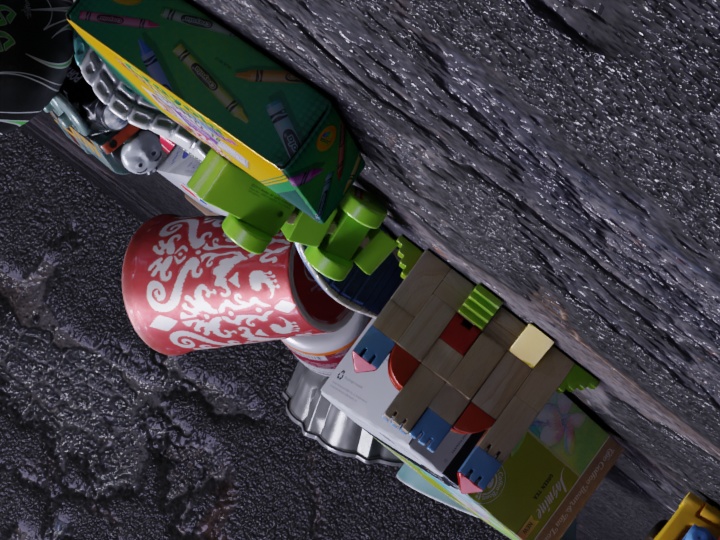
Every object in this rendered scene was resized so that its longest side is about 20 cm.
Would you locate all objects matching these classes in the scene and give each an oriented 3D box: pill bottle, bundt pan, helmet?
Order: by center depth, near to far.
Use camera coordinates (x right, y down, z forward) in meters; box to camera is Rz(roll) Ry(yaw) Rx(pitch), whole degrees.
[{"bbox_3d":[-0.314,-0.190,1.393,0.199,0.202,0.190,34,-154,28],"label":"helmet"},{"bbox_3d":[-0.029,0.046,1.846,0.113,0.113,0.200,36,174,14],"label":"pill bottle"},{"bbox_3d":[0.017,0.127,1.998,0.200,0.076,0.203,11,-151,-6],"label":"bundt pan"}]

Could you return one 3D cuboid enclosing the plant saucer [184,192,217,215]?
[{"bbox_3d":[-0.123,-0.043,2.034,0.199,0.030,0.200,37,180,0],"label":"plant saucer"}]

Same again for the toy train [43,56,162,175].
[{"bbox_3d":[-0.251,-0.154,1.703,0.200,0.085,0.114,33,162,54],"label":"toy train"}]

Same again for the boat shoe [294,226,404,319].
[{"bbox_3d":[0.000,0.000,1.536,0.200,0.072,0.072,42,173,-37],"label":"boat shoe"}]

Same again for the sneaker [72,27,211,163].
[{"bbox_3d":[-0.141,-0.130,1.403,0.200,0.078,0.091,40,178,-6],"label":"sneaker"}]

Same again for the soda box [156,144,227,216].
[{"bbox_3d":[-0.123,-0.091,1.604,0.068,0.064,0.200,37,174,-15],"label":"soda box"}]

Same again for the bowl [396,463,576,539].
[{"bbox_3d":[0.148,0.202,1.889,0.199,0.106,0.201,21,180,0],"label":"bowl"}]

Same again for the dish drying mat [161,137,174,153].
[{"bbox_3d":[-0.141,-0.088,1.942,0.199,0.018,0.077,38,173,-2],"label":"dish drying mat"}]

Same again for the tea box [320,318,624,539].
[{"bbox_3d":[0.102,0.139,1.682,0.196,0.134,0.200,40,173,-25],"label":"tea box"}]

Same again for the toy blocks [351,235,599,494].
[{"bbox_3d":[0.071,0.085,1.454,0.199,0.137,0.100,37,174,3],"label":"toy blocks"}]

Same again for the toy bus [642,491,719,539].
[{"bbox_3d":[0.285,0.302,1.599,0.135,0.201,0.192,34,166,18],"label":"toy bus"}]

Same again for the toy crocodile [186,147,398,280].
[{"bbox_3d":[-0.047,-0.045,1.366,0.199,0.068,0.062,20,-158,-37],"label":"toy crocodile"}]

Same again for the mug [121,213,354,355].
[{"bbox_3d":[-0.101,-0.011,1.682,0.198,0.179,0.133,-4,146,39],"label":"mug"}]

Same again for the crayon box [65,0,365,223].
[{"bbox_3d":[-0.097,-0.124,1.244,0.199,0.058,0.119,36,174,19],"label":"crayon box"}]
